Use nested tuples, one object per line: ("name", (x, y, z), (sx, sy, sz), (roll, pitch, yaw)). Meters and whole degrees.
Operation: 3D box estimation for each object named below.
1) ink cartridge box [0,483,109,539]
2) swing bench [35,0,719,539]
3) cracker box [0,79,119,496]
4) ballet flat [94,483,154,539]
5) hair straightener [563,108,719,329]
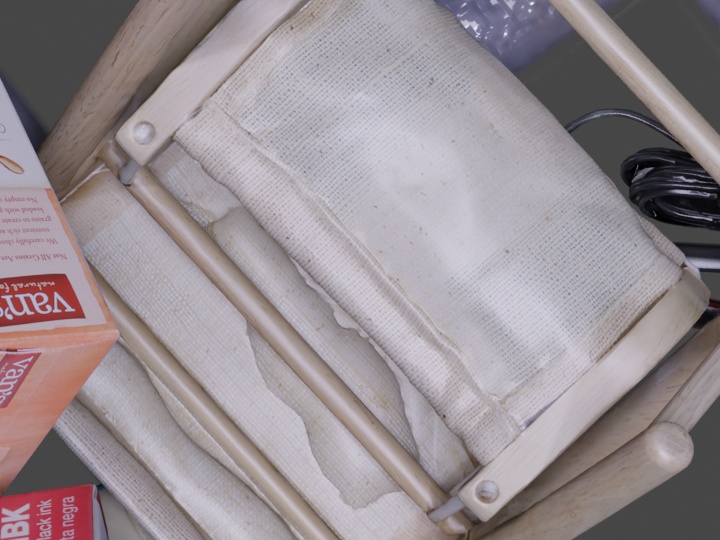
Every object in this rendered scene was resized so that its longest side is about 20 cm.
("ink cartridge box", (-0.160, 0.153, 0.797), (0.199, 0.084, 0.145), (-9, 123, -2))
("swing bench", (0.000, 0.000, 0.855), (0.199, 0.130, 0.200), (48, 134, 0))
("cracker box", (-0.158, -0.019, 0.842), (0.134, 0.058, 0.200), (-51, 56, 38))
("ballet flat", (-0.093, 0.168, 0.905), (0.069, 0.069, 0.201), (1, 85, 4))
("hair straightener", (0.136, -0.012, 0.907), (0.199, 0.041, 0.077), (12, 92, 8))
